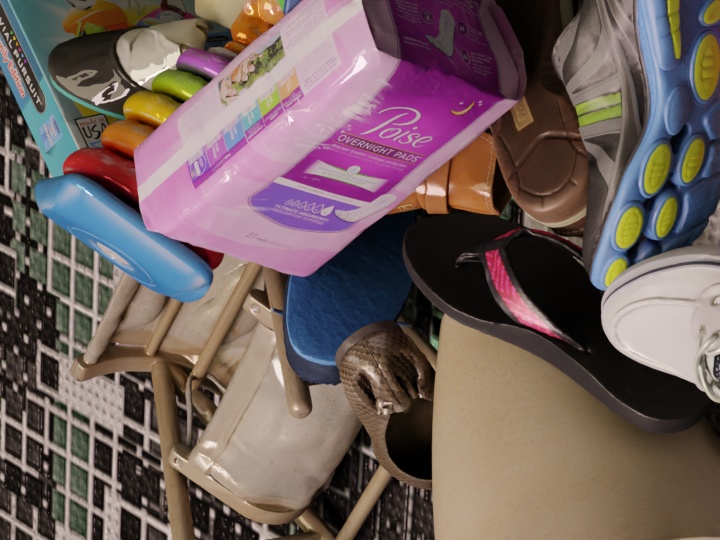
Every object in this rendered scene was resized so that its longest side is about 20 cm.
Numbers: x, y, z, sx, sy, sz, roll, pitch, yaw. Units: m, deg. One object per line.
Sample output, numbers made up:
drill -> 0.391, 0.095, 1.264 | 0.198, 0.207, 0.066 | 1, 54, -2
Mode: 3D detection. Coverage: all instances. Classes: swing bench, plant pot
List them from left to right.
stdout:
swing bench -> -0.064, 0.062, 1.863 | 0.200, 0.130, 0.199 | 61, 140, 30
plant pot -> 0.114, 0.103, 1.621 | 0.187, 0.187, 0.200 | -50, 46, 46

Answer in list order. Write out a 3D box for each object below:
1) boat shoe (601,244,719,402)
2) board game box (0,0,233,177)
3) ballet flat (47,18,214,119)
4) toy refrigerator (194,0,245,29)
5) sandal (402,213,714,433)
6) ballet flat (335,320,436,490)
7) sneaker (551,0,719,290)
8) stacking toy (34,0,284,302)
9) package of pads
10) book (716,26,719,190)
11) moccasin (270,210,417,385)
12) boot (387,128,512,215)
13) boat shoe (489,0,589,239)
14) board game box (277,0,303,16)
boat shoe -> 0.193, 0.033, 1.460 | 0.200, 0.067, 0.074 | 0, 123, 41
board game box -> -0.157, -0.151, 1.898 | 0.200, 0.151, 0.047 | 63, 143, 18
ballet flat -> -0.089, -0.116, 1.820 | 0.068, 0.200, 0.068 | -78, 9, -45
toy refrigerator -> -0.052, -0.249, 1.801 | 0.070, 0.076, 0.200 | 24, 119, 47
sandal -> 0.107, 0.014, 1.574 | 0.200, 0.075, 0.045 | 33, 146, 31
ballet flat -> 0.036, 0.090, 1.713 | 0.046, 0.067, 0.200 | 57, 180, 31
sneaker -> 0.142, -0.089, 1.535 | 0.083, 0.071, 0.200 | 20, 112, 52
stacking toy -> -0.091, -0.090, 1.747 | 0.200, 0.110, 0.116 | -57, 15, -11
package of pads -> -0.017, -0.079, 1.613 | 0.200, 0.120, 0.076 | -39, 54, 35
book -> 0.216, -0.099, 1.524 | 0.200, 0.048, 0.134 | 45, 131, 33
moccasin -> 0.000, 0.000, 1.751 | 0.080, 0.200, 0.068 | 21, 136, 2
boot -> 0.040, -0.124, 1.722 | 0.155, 0.074, 0.200 | 9, 80, 30
boat shoe -> 0.101, -0.100, 1.646 | 0.075, 0.075, 0.203 | -25, 54, 25
board game box -> 0.025, -0.232, 1.610 | 0.034, 0.200, 0.136 | 103, 143, -69
